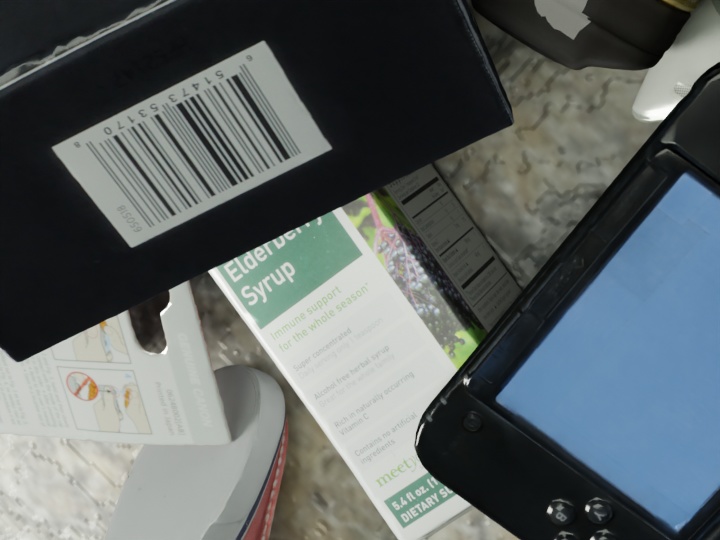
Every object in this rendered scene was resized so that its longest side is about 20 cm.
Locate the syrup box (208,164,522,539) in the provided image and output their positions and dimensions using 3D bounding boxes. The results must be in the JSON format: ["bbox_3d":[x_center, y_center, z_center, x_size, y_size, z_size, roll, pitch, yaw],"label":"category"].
[{"bbox_3d":[0.000,0.000,0.762,0.079,0.081,0.201,-35,92,23],"label":"syrup box"}]

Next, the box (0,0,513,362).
[{"bbox_3d":[-0.075,-0.108,0.663,0.196,0.201,0.118,-25,139,7],"label":"box"}]

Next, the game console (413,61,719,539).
[{"bbox_3d":[0.128,0.064,0.632,0.175,0.117,0.200,36,116,-5],"label":"game console"}]

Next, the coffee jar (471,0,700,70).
[{"bbox_3d":[0.111,-0.164,0.653,0.085,0.104,0.201,32,105,7],"label":"coffee jar"}]

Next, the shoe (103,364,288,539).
[{"bbox_3d":[-0.065,0.145,0.836,0.071,0.091,0.201,20,85,50],"label":"shoe"}]

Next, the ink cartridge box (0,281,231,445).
[{"bbox_3d":[-0.153,-0.005,0.806,0.199,0.047,0.161,1,124,21],"label":"ink cartridge box"}]

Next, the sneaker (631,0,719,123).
[{"bbox_3d":[0.184,-0.020,0.698,0.200,0.074,0.089,47,114,14],"label":"sneaker"}]
